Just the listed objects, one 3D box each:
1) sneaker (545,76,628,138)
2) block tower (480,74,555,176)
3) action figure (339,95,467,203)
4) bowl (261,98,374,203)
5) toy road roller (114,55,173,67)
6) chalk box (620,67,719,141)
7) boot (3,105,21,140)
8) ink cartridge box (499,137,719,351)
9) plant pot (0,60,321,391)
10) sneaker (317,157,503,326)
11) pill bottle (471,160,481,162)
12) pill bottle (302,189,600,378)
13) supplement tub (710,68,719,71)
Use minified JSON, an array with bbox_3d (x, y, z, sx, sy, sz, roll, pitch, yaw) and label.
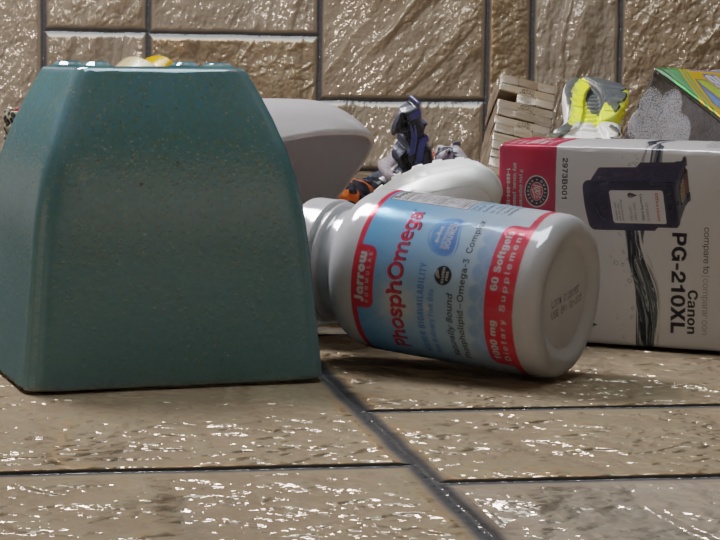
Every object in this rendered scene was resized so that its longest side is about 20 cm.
[{"bbox_3d":[0.194,-0.088,1.749,0.074,0.085,0.200,9,36,15],"label":"sneaker"},{"bbox_3d":[0.133,-0.085,1.796,0.057,0.201,0.054,12,-38,-5],"label":"block tower"},{"bbox_3d":[0.016,-0.091,1.930,0.192,0.201,0.105,-14,40,-15],"label":"action figure"},{"bbox_3d":[-0.103,-0.065,1.650,0.199,0.200,0.075,-8,54,-53],"label":"bowl"},{"bbox_3d":[-0.210,-0.087,1.878,0.145,0.201,0.123,-4,35,44],"label":"toy road roller"},{"bbox_3d":[0.304,-0.054,1.586,0.123,0.125,0.200,-2,37,-43],"label":"chalk box"},{"bbox_3d":[-0.288,-0.080,1.953,0.073,0.155,0.203,2,6,13],"label":"boot"},{"bbox_3d":[0.206,-0.021,1.496,0.198,0.146,0.084,3,8,23],"label":"ink cartridge box"},{"bbox_3d":[-0.144,-0.037,1.345,0.194,0.202,0.196,-2,7,-20],"label":"plant pot"},{"bbox_3d":[0.017,-0.010,1.478,0.199,0.077,0.081,-29,30,6],"label":"sneaker"},{"bbox_3d":[0.164,-0.045,1.880,0.198,0.114,0.112,-1,6,-15],"label":"pill bottle"},{"bbox_3d":[0.050,0.004,1.357,0.198,0.110,0.108,8,9,30],"label":"pill bottle"},{"bbox_3d":[0.306,-0.087,1.772,0.122,0.200,0.123,39,-4,3],"label":"supplement tub"}]
